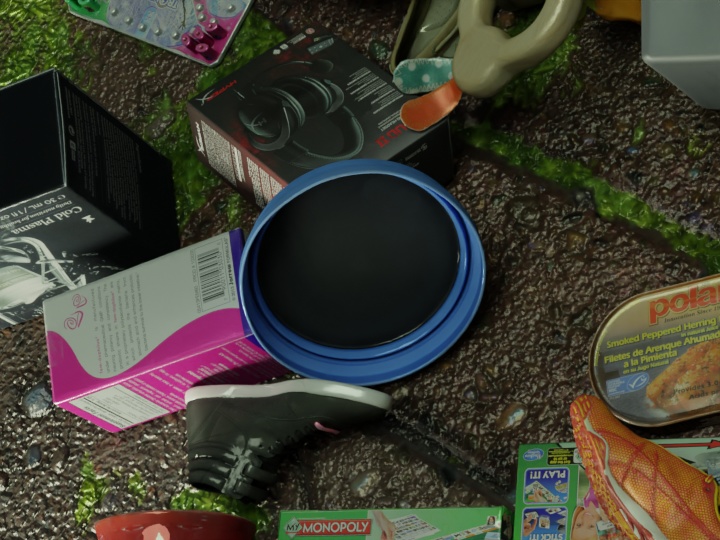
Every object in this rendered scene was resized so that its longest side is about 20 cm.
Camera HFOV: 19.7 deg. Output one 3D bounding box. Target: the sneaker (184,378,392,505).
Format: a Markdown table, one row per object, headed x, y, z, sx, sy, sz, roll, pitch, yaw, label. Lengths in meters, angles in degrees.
| x | y | z | sx | sy | sz | roll | pitch | yaw | label |
| --- | --- | --- | --- | --- | --- | --- | --- | --- | --- |
| -0.062 | 0.145 | 1.717 | 0.199 | 0.071 | 0.100 | -6 | 71 | 30 | sneaker |

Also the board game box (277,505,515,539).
| x | y | z | sx | sy | sz | roll | pitch | yaw | label |
| --- | --- | --- | --- | --- | --- | --- | --- | --- | --- |
| 0.023 | 0.258 | 1.648 | 0.199 | 0.029 | 0.135 | -4 | 68 | 26 | board game box |

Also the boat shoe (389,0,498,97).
| x | y | z | sx | sy | sz | roll | pitch | yaw | label |
| --- | --- | --- | --- | --- | --- | --- | --- | --- | --- |
| 0.078 | -0.245 | 1.801 | 0.073 | 0.063 | 0.201 | 15 | 75 | 32 | boat shoe |

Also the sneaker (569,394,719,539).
| x | y | z | sx | sy | sz | roll | pitch | yaw | label |
| --- | --- | --- | --- | --- | --- | --- | --- | --- | --- |
| 0.223 | 0.166 | 1.519 | 0.077 | 0.073 | 0.200 | -30 | 61 | -13 | sneaker |

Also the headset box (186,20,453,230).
| x | y | z | sx | sy | sz | roll | pitch | yaw | label |
| --- | --- | --- | --- | --- | --- | --- | --- | --- | --- |
| -0.028 | -0.106 | 1.761 | 0.149 | 0.077 | 0.200 | -34 | 52 | -22 | headset box |

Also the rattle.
| x | y | z | sx | sy | sz | roll | pitch | yaw | label |
| --- | --- | --- | --- | --- | --- | --- | --- | --- | --- |
| 0.137 | -0.184 | 1.729 | 0.130 | 0.143 | 0.200 | 42 | 107 | 31 | rattle |

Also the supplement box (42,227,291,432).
| x | y | z | sx | sy | sz | roll | pitch | yaw | label |
| --- | --- | --- | --- | --- | --- | --- | --- | --- | --- |
| -0.162 | 0.054 | 1.782 | 0.199 | 0.103 | 0.102 | -19 | 63 | 18 | supplement box |

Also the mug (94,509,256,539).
| x | y | z | sx | sy | sz | roll | pitch | yaw | label |
| --- | --- | --- | --- | --- | --- | --- | --- | --- | --- |
| -0.139 | 0.298 | 1.645 | 0.177 | 0.133 | 0.201 | -25 | 60 | 52 | mug |

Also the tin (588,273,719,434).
| x | y | z | sx | sy | sz | roll | pitch | yaw | label |
| --- | --- | --- | --- | --- | --- | --- | --- | --- | --- |
| 0.275 | 0.061 | 1.594 | 0.199 | 0.042 | 0.112 | -14 | 68 | 21 | tin |

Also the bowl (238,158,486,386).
| x | y | z | sx | sy | sz | roll | pitch | yaw | label |
| --- | --- | --- | --- | --- | --- | --- | --- | --- | --- |
| 0.000 | 0.000 | 1.675 | 0.200 | 0.201 | 0.039 | -33 | 29 | 11 | bowl |

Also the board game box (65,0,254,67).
| x | y | z | sx | sy | sz | roll | pitch | yaw | label |
| --- | --- | --- | --- | --- | --- | --- | --- | --- | --- |
| -0.170 | -0.312 | 1.980 | 0.199 | 0.026 | 0.201 | 23 | 82 | 32 | board game box |

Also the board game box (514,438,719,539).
| x | y | z | sx | sy | sz | roll | pitch | yaw | label |
| --- | --- | --- | --- | --- | --- | --- | --- | --- | --- |
| 0.213 | 0.197 | 1.566 | 0.199 | 0.029 | 0.135 | -5 | 67 | 25 | board game box |

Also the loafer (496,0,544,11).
| x | y | z | sx | sy | sz | roll | pitch | yaw | label |
| --- | --- | --- | --- | --- | --- | --- | --- | --- | --- |
| 0.166 | -0.318 | 1.786 | 0.067 | 0.076 | 0.201 | 9 | 84 | 29 | loafer |

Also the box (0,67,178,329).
| x | y | z | sx | sy | sz | roll | pitch | yaw | label |
| --- | --- | --- | --- | --- | --- | --- | --- | --- | --- |
| -0.296 | -0.059 | 1.840 | 0.199 | 0.197 | 0.124 | -19 | 64 | 19 | box |

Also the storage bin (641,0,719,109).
| x | y | z | sx | sy | sz | roll | pitch | yaw | label |
| --- | --- | --- | --- | --- | --- | --- | --- | --- | --- |
| 0.277 | -0.208 | 1.617 | 0.145 | 0.200 | 0.135 | 2 | 80 | 28 | storage bin |
